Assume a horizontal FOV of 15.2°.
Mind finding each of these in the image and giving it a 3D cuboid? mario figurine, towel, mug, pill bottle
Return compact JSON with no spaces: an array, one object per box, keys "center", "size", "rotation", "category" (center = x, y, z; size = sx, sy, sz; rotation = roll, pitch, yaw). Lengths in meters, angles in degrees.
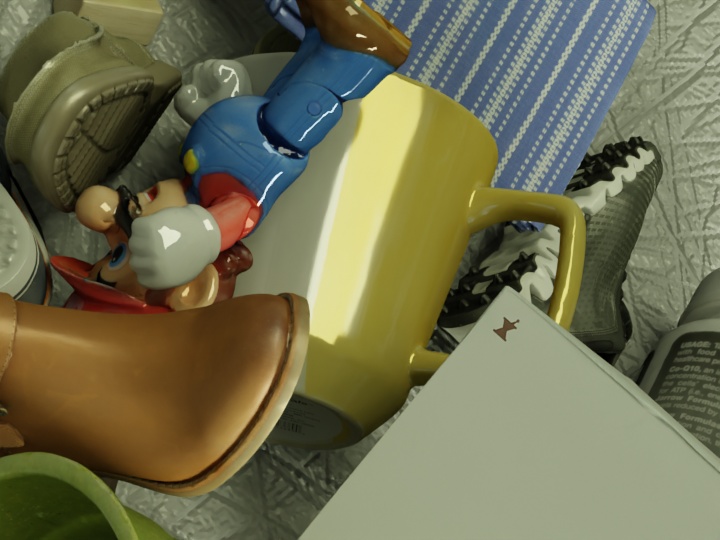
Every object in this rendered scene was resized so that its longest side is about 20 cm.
[{"center":[-0.071,-0.047,1.175],"size":[0.106,0.123,0.200],"rotation":[37,89,22],"category":"mario figurine"},{"center":[0.052,-0.129,1.336],"size":[0.200,0.024,0.145],"rotation":[39,73,-31],"category":"towel"},{"center":[-0.009,-0.003,1.265],"size":[0.149,0.186,0.154],"rotation":[33,62,-40],"category":"mug"},{"center":[0.183,0.099,1.386],"size":[0.114,0.114,0.201],"rotation":[41,53,-13],"category":"pill bottle"}]

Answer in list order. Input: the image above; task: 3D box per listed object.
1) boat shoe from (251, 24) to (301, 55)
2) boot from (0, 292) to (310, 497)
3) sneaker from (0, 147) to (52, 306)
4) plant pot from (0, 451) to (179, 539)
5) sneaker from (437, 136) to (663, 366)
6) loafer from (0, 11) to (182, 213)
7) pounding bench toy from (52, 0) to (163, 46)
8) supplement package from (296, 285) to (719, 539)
[{"center":[0.026,-0.082,1.385],"size":[0.199,0.068,0.075],"rotation":[6,66,-28],"category":"boat shoe"},{"center":[-0.128,0.030,1.096],"size":[0.155,0.199,0.077],"rotation":[31,59,-29],"category":"boot"},{"center":[-0.197,-0.045,1.215],"size":[0.078,0.080,0.201],"rotation":[-23,60,-7],"category":"sneaker"},{"center":[-0.080,0.192,1.133],"size":[0.189,0.199,0.202],"rotation":[17,60,-41],"category":"plant pot"},{"center":[0.112,0.006,1.412],"size":[0.200,0.066,0.091],"rotation":[-47,114,-46],"category":"sneaker"},{"center":[-0.134,-0.077,1.228],"size":[0.068,0.200,0.076],"rotation":[32,96,1],"category":"loafer"},{"center":[-0.106,-0.226,1.300],"size":[0.124,0.156,0.201],"rotation":[-5,73,-36],"category":"pounding bench toy"},{"center":[0.112,0.140,1.186],"size":[0.191,0.147,0.200],"rotation":[42,4,25],"category":"supplement package"}]
